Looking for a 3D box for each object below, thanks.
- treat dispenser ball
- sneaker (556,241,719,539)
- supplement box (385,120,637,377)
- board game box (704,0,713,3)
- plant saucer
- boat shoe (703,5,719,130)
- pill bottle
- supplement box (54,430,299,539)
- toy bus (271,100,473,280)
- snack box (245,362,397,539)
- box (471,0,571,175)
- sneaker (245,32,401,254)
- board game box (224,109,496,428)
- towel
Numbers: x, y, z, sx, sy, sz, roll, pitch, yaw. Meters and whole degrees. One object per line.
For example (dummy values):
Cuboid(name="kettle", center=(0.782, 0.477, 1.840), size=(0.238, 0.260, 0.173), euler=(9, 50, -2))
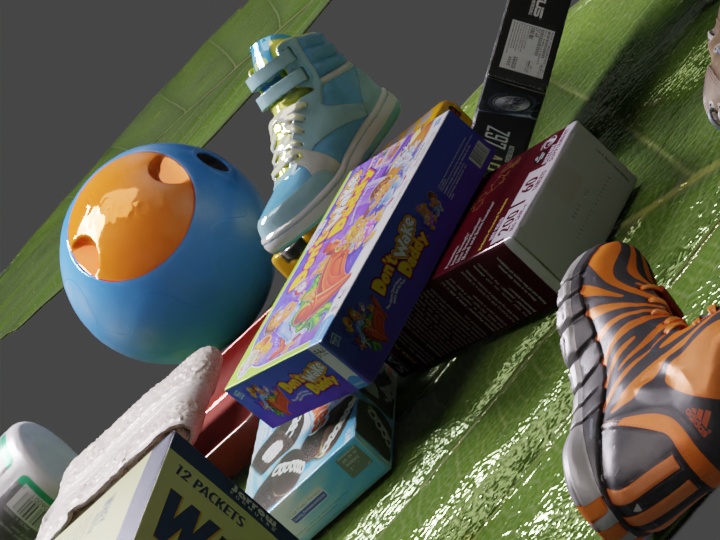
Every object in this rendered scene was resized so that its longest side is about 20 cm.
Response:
Cuboid(name="treat dispenser ball", center=(-0.176, -0.015, 1.751), size=(0.201, 0.201, 0.201), euler=(-44, 15, 15))
Cuboid(name="sneaker", center=(0.157, 0.039, 0.911), size=(0.112, 0.077, 0.201), euler=(-36, 29, 27))
Cuboid(name="supplement box", center=(0.083, -0.010, 1.259), size=(0.200, 0.061, 0.109), euler=(-31, 22, 53))
Cuboid(name="board game box", center=(0.244, -0.302, 1.406), size=(0.105, 0.102, 0.201), euler=(-61, 4, 34))
Cuboid(name="plant saucer", center=(-0.127, 0.137, 1.545), size=(0.200, 0.037, 0.200), euler=(-43, 15, 22))
Cuboid(name="boat shoe", center=(0.233, -0.106, 1.071), size=(0.073, 0.072, 0.201), euler=(-58, 10, 30))
Cuboid(name="pill bottle", center=(-0.336, 0.243, 1.726), size=(0.200, 0.113, 0.113), euler=(-45, 14, 8))
Cuboid(name="supplement box", center=(-0.141, 0.241, 1.110), size=(0.200, 0.134, 0.200), euler=(-42, 15, 24))
Cuboid(name="toy bus", center=(0.016, -0.051, 1.552), size=(0.200, 0.065, 0.079), euler=(-37, 18, 39))
Cuboid(name="snack box", center=(-0.026, 0.111, 1.310), size=(0.116, 0.037, 0.200), euler=(-43, 15, 18))
Cuboid(name="box", center=(0.121, -0.169, 1.376), size=(0.161, 0.043, 0.201), euler=(101, -174, -61))
Cuboid(name="sneaker", center=(-0.059, -0.113, 1.543), size=(0.079, 0.131, 0.201), euler=(-32, 19, 44))
Cuboid(name="board game box", center=(0.000, 0.000, 1.269), size=(0.134, 0.045, 0.201), euler=(-29, 27, 54))
Cuboid(name="towel", center=(-0.191, 0.150, 1.559), size=(0.200, 0.034, 0.133), euler=(-42, 16, 24))
